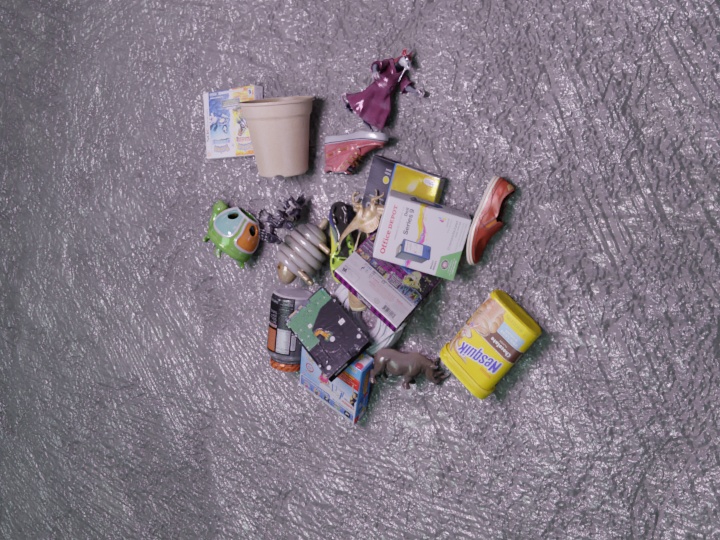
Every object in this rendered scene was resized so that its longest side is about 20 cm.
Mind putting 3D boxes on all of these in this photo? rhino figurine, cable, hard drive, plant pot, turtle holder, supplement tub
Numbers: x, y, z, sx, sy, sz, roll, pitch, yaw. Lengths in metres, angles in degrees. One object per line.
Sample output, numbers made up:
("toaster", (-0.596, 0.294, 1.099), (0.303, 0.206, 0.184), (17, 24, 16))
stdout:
("rhino figurine", (0.120, 0.238, 1.553), (0.194, 0.060, 0.090), (8, 108, 7))
("cable", (0.019, 0.110, 1.614), (0.201, 0.069, 0.201), (50, 119, 18))
("hard drive", (-0.082, 0.153, 1.578), (0.139, 0.038, 0.200), (-41, 62, -6))
("plant pot", (-0.206, -0.341, 1.641), (0.196, 0.199, 0.189), (7, 110, 31))
("turtle holder", (-0.353, -0.109, 1.798), (0.133, 0.139, 0.186), (-54, 28, 10))
("supplement tub", (-0.187, 0.157, 1.718), (0.120, 0.121, 0.206), (14, 104, 29))

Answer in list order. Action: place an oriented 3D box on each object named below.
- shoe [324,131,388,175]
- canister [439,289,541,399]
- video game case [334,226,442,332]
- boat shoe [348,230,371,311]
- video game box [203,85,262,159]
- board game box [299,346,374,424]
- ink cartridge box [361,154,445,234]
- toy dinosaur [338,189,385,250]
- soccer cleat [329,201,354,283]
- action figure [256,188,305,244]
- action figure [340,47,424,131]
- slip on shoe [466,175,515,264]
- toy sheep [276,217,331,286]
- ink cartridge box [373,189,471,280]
("shoe", (-0.013, -0.285, 1.574), (0.196, 0.070, 0.094), (3, 90, 41))
("canister", (0.291, 0.163, 1.439), (0.149, 0.086, 0.202), (45, 115, 19))
("video game case", (0.066, 0.014, 1.505), (0.199, 0.181, 0.036), (40, 155, 11))
("boat shoe", (0.002, -0.001, 1.553), (0.071, 0.063, 0.205), (-1, 59, 24))
("video game box", (-0.355, -0.412, 1.798), (0.195, 0.046, 0.188), (2, 99, 32))
("board game box", (-0.066, 0.263, 1.653), (0.197, 0.056, 0.200), (31, 133, 26))
("ink cartridge box", (0.091, -0.153, 1.550), (0.194, 0.047, 0.206), (23, 106, 28))
("toy dinosaur", (0.005, -0.133, 1.538), (0.196, 0.058, 0.104), (-26, 68, 22))
("soccer cleat", (-0.047, -0.071, 1.627), (0.063, 0.084, 0.207), (-2, 88, -1))
("action figure", (-0.201, -0.148, 1.637), (0.101, 0.201, 0.119), (37, 113, -12))
("action figure", (0.061, -0.435, 1.522), (0.202, 0.132, 0.150), (-52, 27, 13))
("slip on shoe", (0.285, -0.105, 1.420), (0.060, 0.074, 0.205), (26, 104, 23))
("toy sheep", (-0.144, -0.050, 1.665), (0.137, 0.138, 0.201), (38, 85, 22))
("ink cartridge box", (0.137, -0.081, 1.457), (0.194, 0.088, 0.149), (17, 107, 0))
